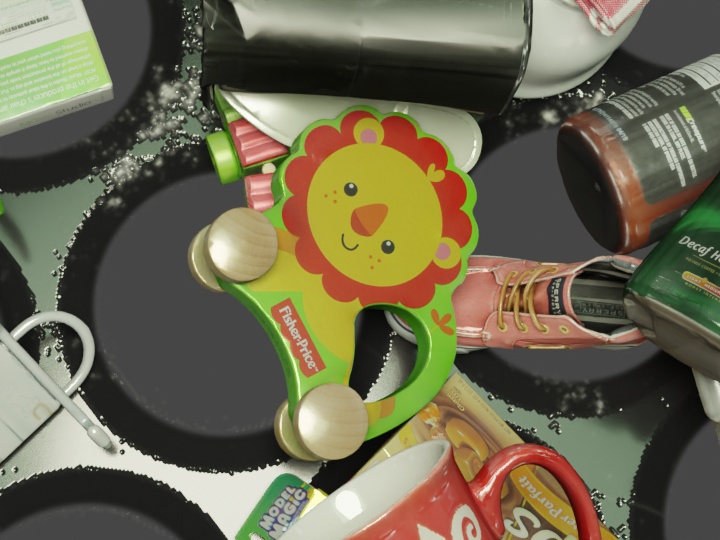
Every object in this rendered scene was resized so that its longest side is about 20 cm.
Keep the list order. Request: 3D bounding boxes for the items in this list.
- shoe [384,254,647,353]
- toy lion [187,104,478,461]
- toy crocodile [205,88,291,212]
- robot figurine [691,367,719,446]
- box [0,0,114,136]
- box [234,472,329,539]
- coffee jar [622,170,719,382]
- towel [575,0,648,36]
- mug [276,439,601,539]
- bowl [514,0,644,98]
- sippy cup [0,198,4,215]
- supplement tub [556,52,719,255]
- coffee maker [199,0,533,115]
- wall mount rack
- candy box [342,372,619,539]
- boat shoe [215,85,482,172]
[{"bbox_3d":[0.118,0.019,1.024,0.199,0.091,0.072,3,79,-5],"label":"shoe"},{"bbox_3d":[0.000,0.000,0.974,0.191,0.069,0.201,-27,90,-20],"label":"toy lion"},{"bbox_3d":[-0.064,-0.056,1.036,0.067,0.062,0.201,-13,80,-8],"label":"toy crocodile"},{"bbox_3d":[0.287,0.055,1.022,0.169,0.113,0.201,-9,79,-41],"label":"robot figurine"},{"bbox_3d":[-0.275,-0.193,1.058,0.144,0.036,0.201,-19,80,-9],"label":"box"},{"bbox_3d":[-0.003,0.235,0.994,0.200,0.048,0.118,36,78,0],"label":"box"},{"bbox_3d":[0.261,-0.030,0.942,0.104,0.085,0.200,30,75,26],"label":"coffee jar"},{"bbox_3d":[0.148,-0.275,0.983,0.146,0.030,0.200,-47,107,-20],"label":"towel"},{"bbox_3d":[0.066,0.209,0.864,0.177,0.133,0.201,-31,94,23],"label":"mug"},{"bbox_3d":[0.135,-0.225,1.039,0.200,0.090,0.202,-1,91,-25],"label":"bowl"},{"bbox_3d":[-0.321,0.004,0.973,0.131,0.178,0.140,52,35,-5],"label":"sippy cup"},{"bbox_3d":[0.247,-0.094,1.051,0.199,0.107,0.107,-23,82,-9],"label":"supplement tub"},{"bbox_3d":[0.003,-0.159,0.902,0.199,0.192,0.135,2,98,-6],"label":"coffee maker"},{"bbox_3d":[-0.258,0.093,0.951,0.200,0.074,0.174,-44,123,-11],"label":"wall mount rack"},{"bbox_3d":[0.095,0.176,0.981,0.200,0.055,0.115,47,37,4],"label":"candy box"},{"bbox_3d":[-0.015,-0.111,1.034,0.199,0.062,0.073,18,91,-15],"label":"boat shoe"}]
